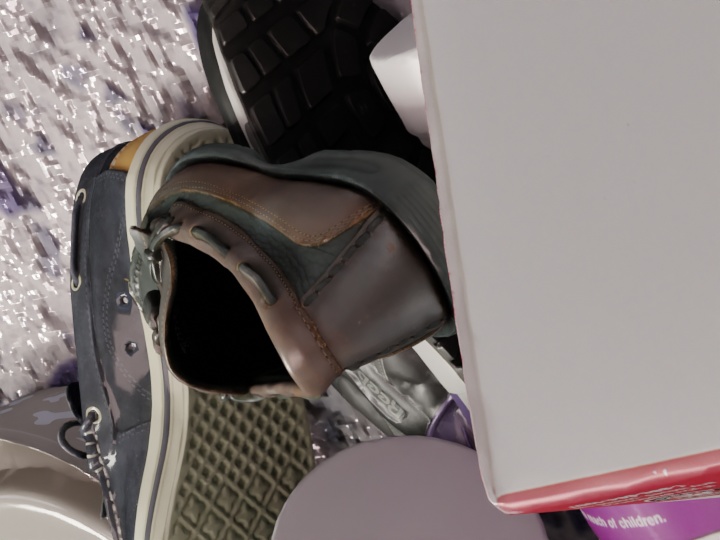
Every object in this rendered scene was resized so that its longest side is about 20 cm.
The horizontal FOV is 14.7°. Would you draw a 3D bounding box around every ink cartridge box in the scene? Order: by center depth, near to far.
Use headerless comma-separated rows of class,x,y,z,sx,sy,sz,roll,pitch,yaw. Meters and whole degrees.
ink cartridge box,0.136,-0.030,0.621,0.145,0.200,0.145,-18,77,44

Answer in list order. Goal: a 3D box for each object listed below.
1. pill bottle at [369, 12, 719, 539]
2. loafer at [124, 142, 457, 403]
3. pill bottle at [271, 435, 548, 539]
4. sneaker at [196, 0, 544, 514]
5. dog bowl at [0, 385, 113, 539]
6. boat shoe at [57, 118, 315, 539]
pill bottle,0.088,0.004,0.773,0.112,0.112,0.200,-20,108,45
loafer,-0.035,0.006,0.789,0.072,0.063,0.200,55,159,-11
pill bottle,0.014,0.136,0.880,0.111,0.111,0.200,29,152,18
sneaker,0.000,0.000,0.871,0.087,0.076,0.200,-23,105,51
dog bowl,-0.092,0.131,1.050,0.199,0.059,0.201,20,131,25
boat shoe,-0.060,0.049,0.932,0.062,0.074,0.201,3,101,47
